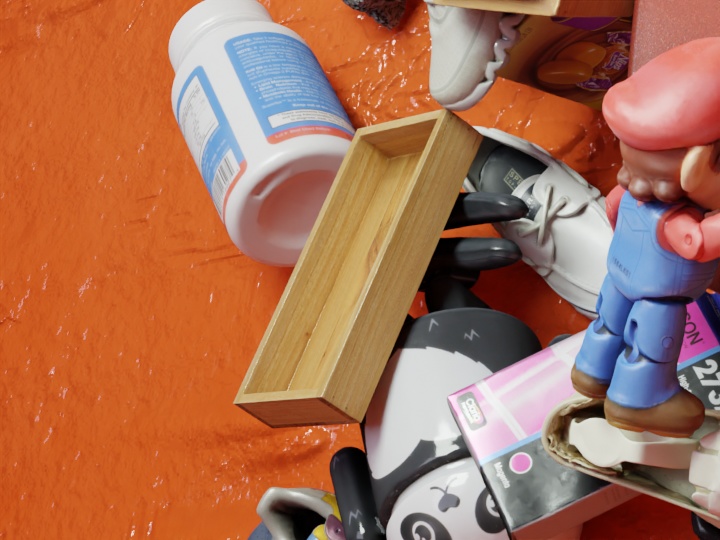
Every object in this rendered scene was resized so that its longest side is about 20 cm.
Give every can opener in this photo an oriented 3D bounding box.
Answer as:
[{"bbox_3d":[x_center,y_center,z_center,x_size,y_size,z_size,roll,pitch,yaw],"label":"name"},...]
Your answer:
[{"bbox_3d":[0.053,-0.023,1.563,0.200,0.078,0.064,160,110,-67],"label":"can opener"}]

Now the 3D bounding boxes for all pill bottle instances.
[{"bbox_3d":[-0.069,-0.106,1.759,0.112,0.112,0.200,-47,43,21],"label":"pill bottle"}]

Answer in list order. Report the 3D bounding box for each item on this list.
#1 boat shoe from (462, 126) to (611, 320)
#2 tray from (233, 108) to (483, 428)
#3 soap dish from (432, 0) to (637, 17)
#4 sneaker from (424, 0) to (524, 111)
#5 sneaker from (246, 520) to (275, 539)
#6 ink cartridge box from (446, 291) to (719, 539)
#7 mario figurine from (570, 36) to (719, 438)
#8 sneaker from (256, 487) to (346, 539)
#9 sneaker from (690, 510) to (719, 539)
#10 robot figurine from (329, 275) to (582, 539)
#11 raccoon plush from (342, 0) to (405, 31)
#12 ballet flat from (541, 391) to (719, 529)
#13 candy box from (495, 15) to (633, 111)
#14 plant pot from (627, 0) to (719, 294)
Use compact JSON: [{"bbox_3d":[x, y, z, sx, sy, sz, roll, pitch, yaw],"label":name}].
[{"bbox_3d":[0.120,-0.034,1.551,0.072,0.066,0.200,-53,41,14],"label":"boat shoe"},{"bbox_3d":[0.000,0.000,1.519,0.099,0.037,0.201,-9,51,55],"label":"tray"},{"bbox_3d":[0.117,-0.234,1.389,0.157,0.081,0.201,18,91,65],"label":"soap dish"},{"bbox_3d":[0.059,-0.197,1.489,0.075,0.081,0.201,15,96,64],"label":"sneaker"},{"bbox_3d":[-0.117,0.239,1.629,0.070,0.108,0.201,-166,98,-82],"label":"sneaker"},{"bbox_3d":[0.157,0.073,1.400,0.199,0.037,0.095,-25,59,-2],"label":"ink cartridge box"},{"bbox_3d":[0.172,-0.020,1.251,0.123,0.106,0.201,23,115,28],"label":"mario figurine"},{"bbox_3d":[0.005,0.201,1.539,0.200,0.090,0.075,36,99,50],"label":"sneaker"},{"bbox_3d":[0.260,0.119,1.308,0.199,0.083,0.071,-23,55,38],"label":"sneaker"},{"bbox_3d":[0.062,0.103,1.497,0.150,0.124,0.201,117,149,-47],"label":"robot figurine"},{"bbox_3d":[0.046,-0.261,1.734,0.200,0.097,0.135,-29,59,35],"label":"raccoon plush"},{"bbox_3d":[0.175,0.100,1.291,0.200,0.069,0.070,14,81,45],"label":"ballet flat"},{"bbox_3d":[0.167,-0.173,1.488,0.200,0.116,0.057,-40,41,51],"label":"candy box"},{"bbox_3d":[0.255,-0.064,1.333,0.200,0.199,0.177,31,105,50],"label":"plant pot"}]
